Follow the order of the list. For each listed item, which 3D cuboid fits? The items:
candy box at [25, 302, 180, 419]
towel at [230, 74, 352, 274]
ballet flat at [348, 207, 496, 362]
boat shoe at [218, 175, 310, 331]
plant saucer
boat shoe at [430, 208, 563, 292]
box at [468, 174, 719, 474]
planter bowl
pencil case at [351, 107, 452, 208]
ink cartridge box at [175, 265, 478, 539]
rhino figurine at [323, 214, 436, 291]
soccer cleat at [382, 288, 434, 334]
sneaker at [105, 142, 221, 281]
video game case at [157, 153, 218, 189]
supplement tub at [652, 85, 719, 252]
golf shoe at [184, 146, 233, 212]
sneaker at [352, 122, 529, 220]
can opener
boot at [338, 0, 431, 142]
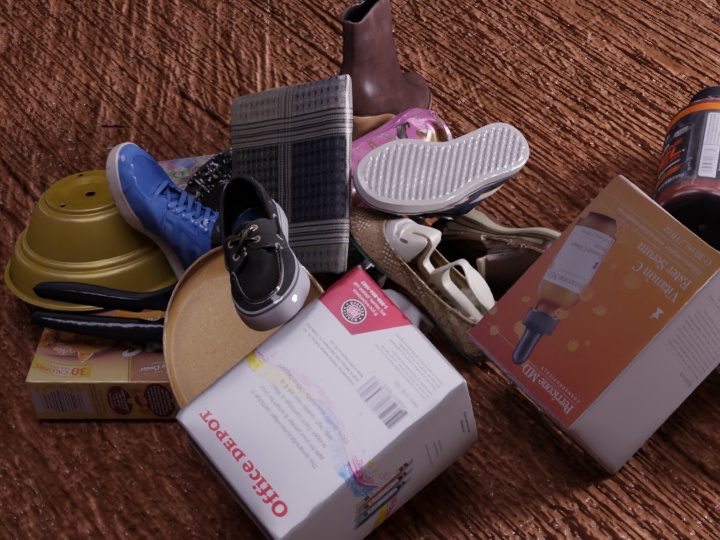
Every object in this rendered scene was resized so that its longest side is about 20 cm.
[{"bbox_3d":[-0.209,0.084,1.503,0.198,0.056,0.116,0,42,8],"label":"candy box"},{"bbox_3d":[-0.068,-0.089,1.549,0.034,0.195,0.199,1,-1,-37],"label":"towel"},{"bbox_3d":[0.070,-0.002,1.485,0.200,0.065,0.070,44,38,3],"label":"ballet flat"},{"bbox_3d":[-0.092,-0.017,1.346,0.068,0.057,0.200,-31,29,7],"label":"boat shoe"},{"bbox_3d":[-0.103,0.076,1.429,0.035,0.201,0.200,-17,24,50],"label":"plant saucer"},{"bbox_3d":[0.143,-0.003,1.538,0.201,0.075,0.075,18,39,42],"label":"boat shoe"},{"bbox_3d":[0.225,0.047,1.384,0.200,0.106,0.152,-47,49,0],"label":"box"},{"bbox_3d":[-0.267,-0.046,1.583,0.198,0.084,0.201,-4,29,2],"label":"planter bowl"},{"bbox_3d":[0.008,-0.101,1.644,0.199,0.087,0.083,-29,69,-32],"label":"pencil case"},{"bbox_3d":[-0.024,0.132,1.299,0.200,0.145,0.145,-38,66,-10],"label":"ink cartridge box"},{"bbox_3d":[0.000,0.000,1.554,0.060,0.087,0.200,43,53,-7],"label":"rhino figurine"},{"bbox_3d":[0.015,0.103,1.444,0.077,0.069,0.201,29,54,-9],"label":"soccer cleat"},{"bbox_3d":[-0.155,-0.050,1.515,0.111,0.201,0.077,-19,21,35],"label":"sneaker"},{"bbox_3d":[-0.143,-0.081,1.707,0.198,0.018,0.144,-7,41,0],"label":"video game case"},{"bbox_3d":[0.356,-0.102,1.591,0.106,0.108,0.201,6,42,15],"label":"supplement tub"},{"bbox_3d":[-0.109,-0.109,1.677,0.200,0.094,0.078,-39,89,-5],"label":"golf shoe"},{"bbox_3d":[0.071,-0.086,1.537,0.199,0.079,0.079,-13,70,-31],"label":"sneaker"},{"bbox_3d":[-0.214,0.042,1.471,0.198,0.079,0.064,0,83,5],"label":"can opener"},{"bbox_3d":[0.030,-0.229,1.719,0.072,0.168,0.200,15,32,21],"label":"boot"}]
